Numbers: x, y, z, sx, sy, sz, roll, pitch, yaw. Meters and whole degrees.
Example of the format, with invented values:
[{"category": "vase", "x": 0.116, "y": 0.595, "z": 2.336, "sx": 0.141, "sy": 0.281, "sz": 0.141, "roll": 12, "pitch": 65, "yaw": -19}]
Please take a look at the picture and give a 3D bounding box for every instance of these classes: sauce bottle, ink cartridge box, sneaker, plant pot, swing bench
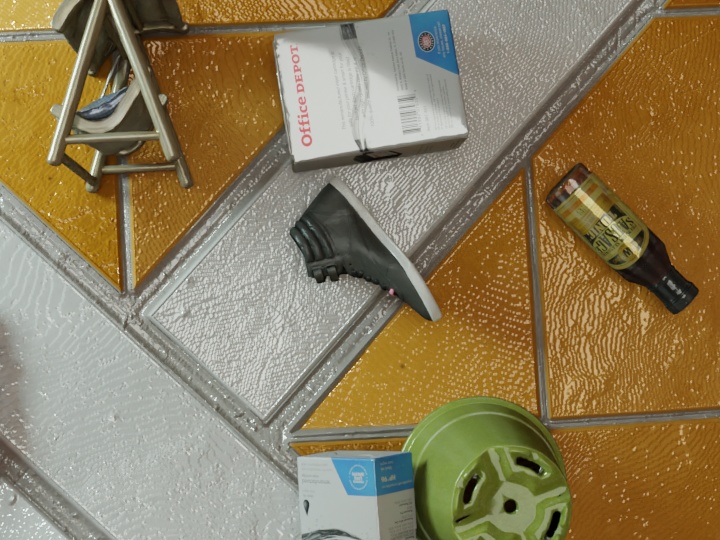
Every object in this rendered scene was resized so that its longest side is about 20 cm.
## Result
[{"category": "sauce bottle", "x": 0.301, "y": -0.034, "z": 1.266, "sx": 0.200, "sy": 0.066, "sz": 0.066, "roll": 42, "pitch": 85, "yaw": 2}, {"category": "ink cartridge box", "x": -0.001, "y": 0.298, "z": 1.196, "sx": 0.116, "sy": 0.068, "sz": 0.202, "roll": -7, "pitch": 85, "yaw": 41}, {"category": "sneaker", "x": 0.000, "y": 0.000, "z": 1.247, "sx": 0.099, "sy": 0.071, "sz": 0.200, "roll": -40, "pitch": 83, "yaw": -3}, {"category": "plant pot", "x": 0.141, "y": 0.237, "z": 1.176, "sx": 0.198, "sy": 0.190, "sz": 0.202, "roll": 0, "pitch": 86, "yaw": -2}, {"category": "ink cartridge box", "x": 0.009, "y": -0.199, "z": 1.251, "sx": 0.199, "sy": 0.084, "sz": 0.146, "roll": -9, "pitch": 87, "yaw": -4}, {"category": "swing bench", "x": -0.250, "y": -0.197, "z": 1.179, "sx": 0.129, "sy": 0.199, "sz": 0.202, "roll": -3, "pitch": 86, "yaw": -3}]
